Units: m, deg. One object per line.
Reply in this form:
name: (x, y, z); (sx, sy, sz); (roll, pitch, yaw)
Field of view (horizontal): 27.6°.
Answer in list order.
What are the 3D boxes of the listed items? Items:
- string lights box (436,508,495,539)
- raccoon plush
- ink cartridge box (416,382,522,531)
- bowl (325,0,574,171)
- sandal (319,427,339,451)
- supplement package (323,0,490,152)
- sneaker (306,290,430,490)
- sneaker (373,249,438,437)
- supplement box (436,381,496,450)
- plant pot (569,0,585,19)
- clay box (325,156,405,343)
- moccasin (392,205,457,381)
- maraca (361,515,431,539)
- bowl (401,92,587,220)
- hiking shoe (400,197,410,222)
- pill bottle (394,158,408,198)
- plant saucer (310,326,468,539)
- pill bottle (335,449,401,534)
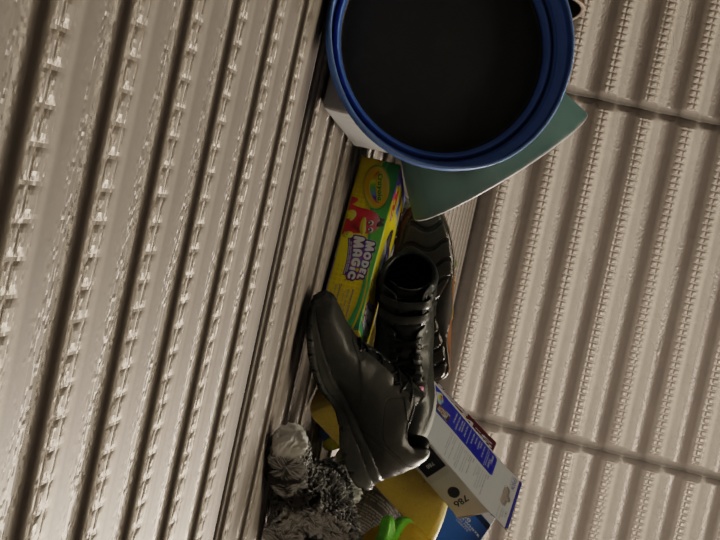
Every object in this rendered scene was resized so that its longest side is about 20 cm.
string lights box: (0.080, 0.327, 1.668); (0.103, 0.059, 0.200); (-49, 174, 25)
raccoon plush: (-0.036, 0.186, 1.392); (0.135, 0.096, 0.202); (-80, 178, -51)
ink cartridge box: (0.087, 0.182, 1.526); (0.039, 0.200, 0.100); (-38, -173, 26)
bowl: (0.068, -0.178, 1.142); (0.039, 0.198, 0.203); (-179, -78, -78)
sandal: (-0.003, 0.145, 1.659); (0.200, 0.079, 0.088); (-37, 111, -73)
supplement package: (0.048, -0.169, 1.273); (0.200, 0.118, 0.123); (33, 69, -82)
sneaker: (0.007, 0.105, 1.368); (0.076, 0.090, 0.202); (-89, 160, -67)
sneaker: (0.041, 0.071, 1.432); (0.099, 0.070, 0.202); (85, 7, -62)
supplement box: (0.057, 0.244, 1.758); (0.200, 0.109, 0.061); (-47, 177, 9)
plant pot: (0.120, -0.344, 1.395); (0.187, 0.184, 0.203); (27, 62, -82)
clay box: (0.000, 0.000, 1.477); (0.115, 0.047, 0.202); (74, 29, -75)
moccasin: (0.071, 0.018, 1.570); (0.078, 0.073, 0.203); (-93, 174, -62)
maraca: (0.027, 0.306, 1.428); (0.200, 0.106, 0.139); (56, 42, -68)
bowl: (0.113, -0.145, 1.446); (0.106, 0.200, 0.201); (57, 18, -8)
hiking shoe: (0.064, -0.088, 1.779); (0.200, 0.075, 0.102); (-38, 149, -65)
pill bottle: (0.091, -0.177, 1.600); (0.117, 0.115, 0.202); (-69, 168, -49)
plant saucer: (0.047, 0.161, 1.583); (0.048, 0.200, 0.200); (-35, -167, 26)
pill bottle: (-0.015, 0.284, 1.605); (0.201, 0.109, 0.112); (-68, 168, -49)
